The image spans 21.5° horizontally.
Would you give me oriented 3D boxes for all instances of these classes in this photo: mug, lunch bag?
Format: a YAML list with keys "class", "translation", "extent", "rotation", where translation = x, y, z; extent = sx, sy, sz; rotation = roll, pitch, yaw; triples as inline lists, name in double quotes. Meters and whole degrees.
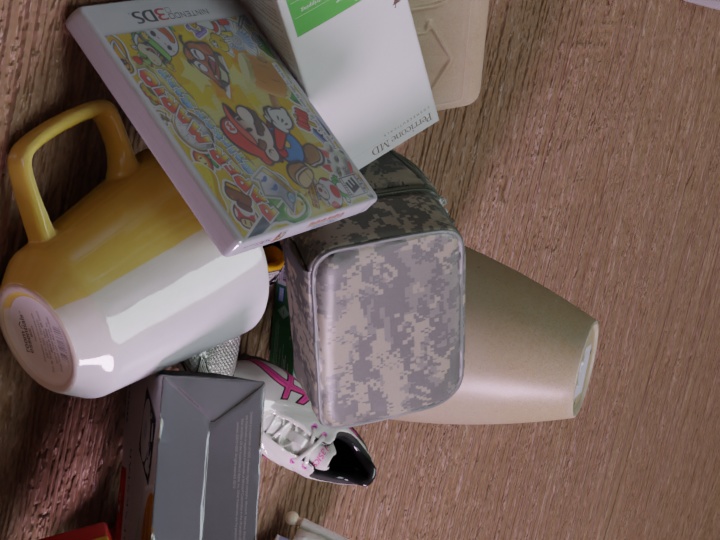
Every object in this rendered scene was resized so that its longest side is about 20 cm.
- class: "mug"
  translation: [-0.180, -0.001, 1.327]
  extent: [0.153, 0.187, 0.149]
  rotation: [-34, 169, -37]
- class: "lunch bag"
  translation: [0.000, 0.000, 1.551]
  extent: [0.139, 0.168, 0.201]
  rotation: [-14, 129, -14]

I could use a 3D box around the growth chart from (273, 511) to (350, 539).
- class: "growth chart"
  translation: [-0.061, 0.304, 1.714]
  extent: [0.200, 0.144, 0.018]
  rotation: [-54, 169, -39]

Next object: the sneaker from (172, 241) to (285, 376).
- class: "sneaker"
  translation: [-0.106, 0.007, 1.491]
  extent: [0.078, 0.082, 0.201]
  rotation: [-30, 133, -52]

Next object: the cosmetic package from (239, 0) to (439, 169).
- class: "cosmetic package"
  translation: [-0.021, -0.181, 1.452]
  extent: [0.107, 0.085, 0.200]
  rotation: [-33, 134, -14]

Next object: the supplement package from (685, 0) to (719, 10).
- class: "supplement package"
  translation: [0.482, -0.407, 2.282]
  extent: [0.117, 0.117, 0.201]
  rotation: [-10, 116, -59]

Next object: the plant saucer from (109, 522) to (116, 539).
- class: "plant saucer"
  translation: [-0.185, 0.275, 1.569]
  extent: [0.200, 0.037, 0.200]
  rotation: [-43, 143, -41]

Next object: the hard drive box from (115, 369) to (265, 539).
- class: "hard drive box"
  translation: [-0.128, 0.153, 1.396]
  extent: [0.200, 0.076, 0.157]
  rotation: [171, -76, -77]

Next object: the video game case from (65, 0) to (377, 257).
- class: "video game case"
  translation: [-0.094, -0.111, 1.341]
  extent: [0.023, 0.200, 0.182]
  rotation: [-40, 169, 32]

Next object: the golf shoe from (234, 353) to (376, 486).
- class: "golf shoe"
  translation: [-0.059, 0.130, 1.618]
  extent: [0.200, 0.092, 0.073]
  rotation: [29, 93, -47]

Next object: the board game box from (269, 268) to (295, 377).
- class: "board game box"
  translation: [-0.034, 0.060, 1.720]
  extent: [0.134, 0.029, 0.201]
  rotation: [-30, 133, -53]

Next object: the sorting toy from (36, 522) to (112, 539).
- class: "sorting toy"
  translation: [-0.239, 0.267, 1.326]
  extent: [0.200, 0.198, 0.070]
  rotation: [79, -5, -48]

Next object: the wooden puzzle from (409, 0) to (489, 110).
- class: "wooden puzzle"
  translation: [0.015, -0.208, 1.549]
  extent: [0.199, 0.046, 0.186]
  rotation: [-15, 130, -23]

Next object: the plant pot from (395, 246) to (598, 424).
- class: "plant pot"
  translation: [0.115, 0.069, 1.776]
  extent: [0.187, 0.199, 0.188]
  rotation: [13, 90, -76]
